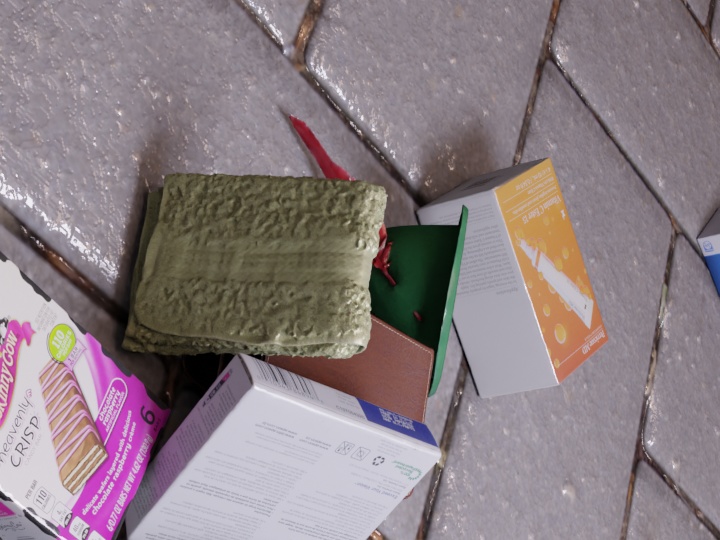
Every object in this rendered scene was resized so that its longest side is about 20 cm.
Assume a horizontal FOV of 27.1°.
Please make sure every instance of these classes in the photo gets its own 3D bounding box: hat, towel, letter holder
[{"bbox_3d":[0.000,0.000,1.353,0.166,0.174,0.202,98,3,-69],"label":"hat"},{"bbox_3d":[-0.080,-0.004,1.124,0.037,0.198,0.150,55,39,-61],"label":"towel"},{"bbox_3d":[-0.044,0.102,1.211,0.199,0.100,0.144,31,58,-43],"label":"letter holder"}]

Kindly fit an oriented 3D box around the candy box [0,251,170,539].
[{"bbox_3d":[-0.230,0.094,1.004,0.200,0.061,0.137,47,47,-32],"label":"candy box"}]

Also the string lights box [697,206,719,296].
[{"bbox_3d":[0.524,0.019,1.996,0.103,0.059,0.202,-42,112,-49],"label":"string lights box"}]

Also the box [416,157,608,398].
[{"bbox_3d":[0.154,0.007,1.493,0.124,0.097,0.202,-31,104,-51],"label":"box"}]

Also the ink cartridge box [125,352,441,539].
[{"bbox_3d":[-0.070,0.168,1.108,0.195,0.200,0.043,25,24,-40],"label":"ink cartridge box"}]
